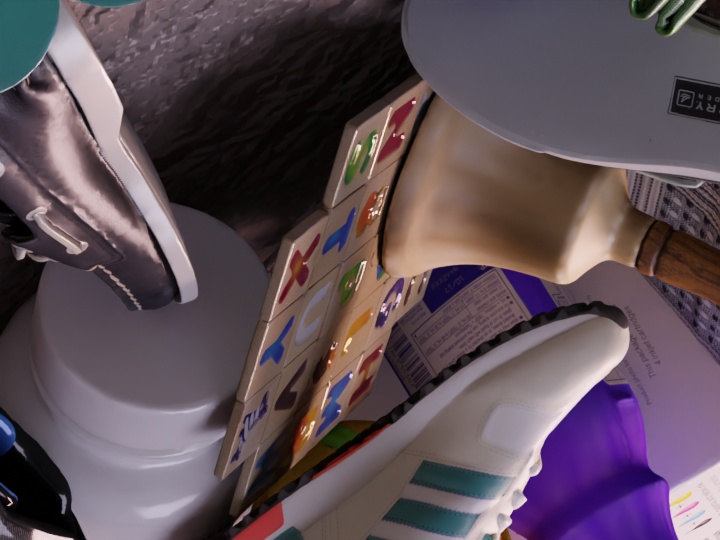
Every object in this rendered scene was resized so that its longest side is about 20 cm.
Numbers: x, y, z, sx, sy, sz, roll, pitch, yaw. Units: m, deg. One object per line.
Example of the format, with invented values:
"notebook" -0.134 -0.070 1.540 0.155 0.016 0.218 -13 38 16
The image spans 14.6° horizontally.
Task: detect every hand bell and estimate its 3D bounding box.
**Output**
"hand bell" 0.120 -0.007 1.072 0.104 0.199 0.104 -59 164 -28

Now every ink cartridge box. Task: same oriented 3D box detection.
"ink cartridge box" 0.092 0.078 1.329 0.200 0.145 0.147 -31 159 5

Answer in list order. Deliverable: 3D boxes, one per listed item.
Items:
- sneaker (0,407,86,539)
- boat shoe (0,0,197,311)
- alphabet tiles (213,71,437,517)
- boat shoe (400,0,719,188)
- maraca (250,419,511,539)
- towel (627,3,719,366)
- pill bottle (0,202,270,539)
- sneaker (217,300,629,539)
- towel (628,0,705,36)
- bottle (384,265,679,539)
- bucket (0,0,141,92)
"sneaker" -0.188 0.072 0.999 0.200 0.073 0.112 24 130 -31
"boat shoe" -0.103 -0.036 0.932 0.060 0.074 0.200 -29 156 -3
"alphabet tiles" 0.000 0.000 1.069 0.200 0.006 0.167 -40 151 -60
"boat shoe" 0.111 -0.063 1.033 0.064 0.199 0.071 27 81 -84
"maraca" -0.002 0.131 1.201 0.107 0.137 0.200 -29 175 -27
"towel" 0.155 -0.011 1.155 0.034 0.193 0.200 -32 160 -16
"pill bottle" -0.091 0.062 1.101 0.114 0.115 0.200 -20 157 -22
"sneaker" 0.033 0.094 1.054 0.200 0.094 0.070 -36 177 9
"towel" 0.179 -0.172 0.965 0.200 0.031 0.149 -54 170 36
"bottle" 0.078 0.067 1.211 0.084 0.200 0.065 -41 160 26
"bucket" -0.117 -0.137 0.607 0.207 0.135 0.207 -26 158 -12
